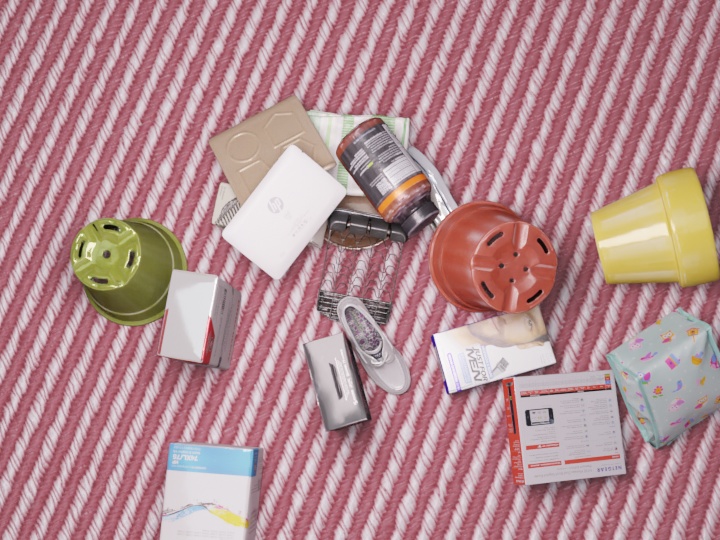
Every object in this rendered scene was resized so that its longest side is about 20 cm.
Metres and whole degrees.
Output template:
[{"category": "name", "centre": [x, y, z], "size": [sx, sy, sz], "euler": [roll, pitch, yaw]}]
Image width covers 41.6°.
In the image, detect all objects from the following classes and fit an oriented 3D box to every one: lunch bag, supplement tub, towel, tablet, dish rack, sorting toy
[{"category": "lunch bag", "centre": [0.539, 0.194, 1.632], "size": [0.169, 0.122, 0.201], "euler": [-32, 118, -5]}, {"category": "supplement tub", "centre": [0.051, -0.158, 1.642], "size": [0.106, 0.107, 0.201], "euler": [-35, 81, -4]}, {"category": "towel", "centre": [-0.013, -0.212, 1.721], "size": [0.197, 0.023, 0.155], "euler": [4, 84, 7]}, {"category": "tablet", "centre": [-0.130, -0.100, 1.629], "size": [0.130, 0.014, 0.201], "euler": [38, 90, -13]}, {"category": "dish rack", "centre": [0.000, 0.000, 1.696], "size": [0.151, 0.055, 0.203], "euler": [11, 111, 0]}, {"category": "sorting toy", "centre": [-0.158, -0.208, 1.699], "size": [0.183, 0.037, 0.201], "euler": [-28, 57, -5]}]

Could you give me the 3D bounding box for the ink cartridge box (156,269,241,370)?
[{"category": "ink cartridge box", "centre": [-0.273, 0.090, 1.637], "size": [0.082, 0.200, 0.147], "euler": [8, 81, 7]}]

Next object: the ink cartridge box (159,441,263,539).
[{"category": "ink cartridge box", "centre": [-0.251, 0.400, 1.612], "size": [0.144, 0.147, 0.203], "euler": [4, 80, 2]}]

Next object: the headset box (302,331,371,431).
[{"category": "headset box", "centre": [-0.038, 0.192, 1.612], "size": [0.076, 0.200, 0.151], "euler": [-16, 80, -1]}]

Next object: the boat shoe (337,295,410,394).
[{"category": "boat shoe", "centre": [0.026, 0.136, 1.667], "size": [0.071, 0.069, 0.202], "euler": [-27, 98, 2]}]

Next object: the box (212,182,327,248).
[{"category": "box", "centre": [-0.161, -0.100, 1.709], "size": [0.197, 0.068, 0.083], "euler": [9, 84, 16]}]

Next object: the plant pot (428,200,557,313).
[{"category": "plant pot", "centre": [0.233, -0.015, 1.612], "size": [0.197, 0.195, 0.204], "euler": [-1, 96, -9]}]

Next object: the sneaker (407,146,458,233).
[{"category": "sneaker", "centre": [0.123, -0.131, 1.722], "size": [0.070, 0.073, 0.201], "euler": [-31, 82, -8]}]

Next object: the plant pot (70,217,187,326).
[{"category": "plant pot", "centre": [-0.421, -0.014, 1.662], "size": [0.197, 0.190, 0.203], "euler": [0, 80, 2]}]

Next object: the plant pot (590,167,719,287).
[{"category": "plant pot", "centre": [0.507, -0.059, 1.649], "size": [0.186, 0.201, 0.204], "euler": [-14, 80, 16]}]

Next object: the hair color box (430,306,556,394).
[{"category": "hair color box", "centre": [0.235, 0.141, 1.682], "size": [0.197, 0.065, 0.111], "euler": [-16, 81, -2]}]

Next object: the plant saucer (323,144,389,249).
[{"category": "plant saucer", "centre": [-0.005, -0.136, 1.740], "size": [0.197, 0.037, 0.204], "euler": [-1, 82, 7]}]

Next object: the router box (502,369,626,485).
[{"category": "router box", "centre": [0.351, 0.269, 1.634], "size": [0.197, 0.049, 0.183], "euler": [-1, 80, -17]}]
